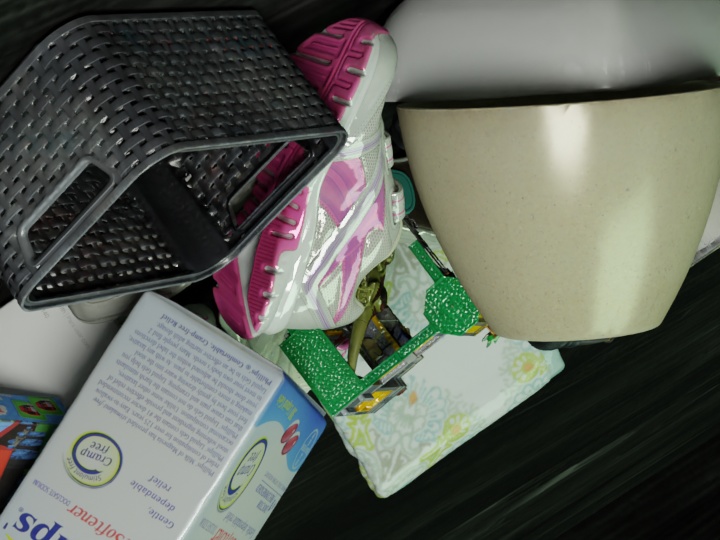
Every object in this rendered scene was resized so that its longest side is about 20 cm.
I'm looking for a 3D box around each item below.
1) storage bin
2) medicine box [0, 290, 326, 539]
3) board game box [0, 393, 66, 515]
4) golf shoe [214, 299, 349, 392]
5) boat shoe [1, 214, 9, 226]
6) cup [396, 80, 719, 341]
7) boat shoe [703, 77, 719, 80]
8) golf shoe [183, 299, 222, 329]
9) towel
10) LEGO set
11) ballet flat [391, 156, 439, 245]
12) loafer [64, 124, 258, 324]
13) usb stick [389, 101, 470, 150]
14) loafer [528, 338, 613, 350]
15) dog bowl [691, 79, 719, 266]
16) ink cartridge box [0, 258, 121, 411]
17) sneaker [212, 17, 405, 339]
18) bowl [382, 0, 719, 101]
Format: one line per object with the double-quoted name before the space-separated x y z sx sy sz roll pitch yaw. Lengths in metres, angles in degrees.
"storage bin" -0.117 -0.063 1.500 0.135 0.094 0.200 -44 164 27
"medicine box" -0.124 0.135 1.670 0.200 0.103 0.182 -58 168 -6
"board game box" -0.283 0.136 1.618 0.200 0.037 0.152 9 117 -37
"golf shoe" -0.053 0.065 1.900 0.075 0.091 0.200 -55 157 -48
"boat shoe" -0.264 0.032 1.509 0.200 0.065 0.072 -33 163 -17
"cup" 0.125 -0.035 1.654 0.200 0.144 0.200 -3 -173 0
"boat shoe" 0.146 -0.094 1.850 0.200 0.072 0.076 -26 -172 -13
"golf shoe" -0.127 0.085 1.967 0.092 0.073 0.200 -35 165 -15
"towel" 0.034 0.036 1.979 0.171 0.200 0.048 -34 -163 -9
"LEGO set" 0.000 0.000 1.770 0.154 0.200 0.116 -48 167 10
"ballet flat" 0.034 -0.044 1.894 0.199 0.070 0.069 0 148 -27
"loafer" -0.101 -0.045 1.664 0.200 0.070 0.070 -38 128 -6
"usb stick" 0.057 -0.098 1.826 0.055 0.033 0.200 -20 179 9
"loafer" 0.146 -0.041 1.968 0.072 0.201 0.073 0 167 -25
"dog bowl" 0.216 -0.059 1.860 0.200 0.074 0.200 -36 -176 3
"ink cartridge box" -0.230 0.097 1.746 0.200 0.086 0.146 -34 164 -5
"sneaker" -0.016 -0.052 1.624 0.088 0.081 0.200 7 112 -35
"bowl" 0.120 -0.148 1.698 0.200 0.075 0.200 -2 -174 35
